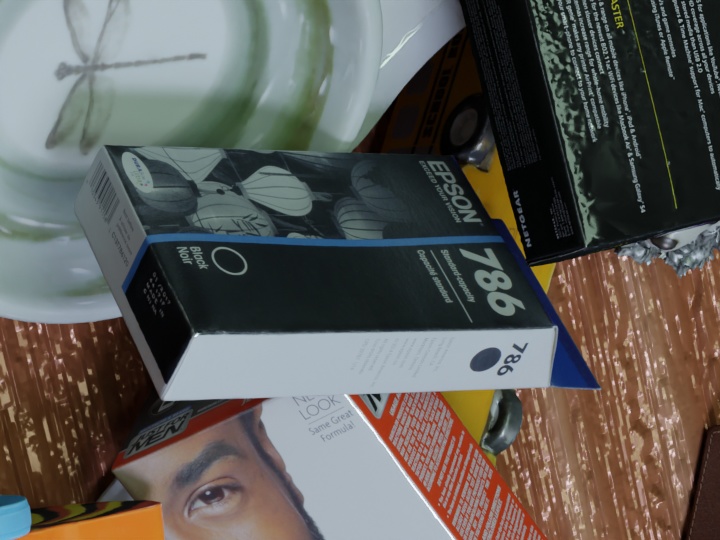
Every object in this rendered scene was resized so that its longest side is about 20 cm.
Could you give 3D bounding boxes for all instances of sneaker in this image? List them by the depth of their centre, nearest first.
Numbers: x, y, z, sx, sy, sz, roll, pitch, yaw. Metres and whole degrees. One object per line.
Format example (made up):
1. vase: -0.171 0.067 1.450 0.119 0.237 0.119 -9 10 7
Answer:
1. sneaker: -0.014 -0.106 1.105 0.200 0.073 0.085 -46 117 -2

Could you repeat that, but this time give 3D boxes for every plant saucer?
1. plant saucer: -0.089 -0.072 1.019 0.199 0.050 0.201 -18 137 -18

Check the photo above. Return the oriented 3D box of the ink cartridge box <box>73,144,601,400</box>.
1. ink cartridge box: 0.000 0.000 1.032 0.199 0.039 0.100 0 44 -35

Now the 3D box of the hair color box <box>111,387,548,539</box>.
1. hair color box: 0.007 0.117 1.094 0.200 0.110 0.064 54 29 -19

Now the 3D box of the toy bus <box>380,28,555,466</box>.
1. toy bus: 0.040 -0.011 1.162 0.065 0.078 0.201 27 74 -34

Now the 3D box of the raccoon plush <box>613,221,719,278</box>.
1. raccoon plush: 0.143 -0.094 1.202 0.096 0.134 0.201 1 66 -3

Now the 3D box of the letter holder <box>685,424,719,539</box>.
1. letter holder: 0.219 0.181 1.251 0.100 0.142 0.201 21 76 -34

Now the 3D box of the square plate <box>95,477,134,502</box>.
1. square plate: -0.078 0.205 1.102 0.200 0.028 0.198 -50 116 -26

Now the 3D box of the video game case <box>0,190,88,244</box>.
1. video game case: -0.143 -0.117 1.062 0.180 0.025 0.202 10 83 -36

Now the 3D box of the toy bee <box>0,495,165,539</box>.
1. toy bee: -0.167 0.109 1.002 0.200 0.108 0.132 26 67 -52

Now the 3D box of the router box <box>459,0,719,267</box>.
1. router box: 0.111 -0.115 1.065 0.148 0.051 0.201 -13 89 -28
